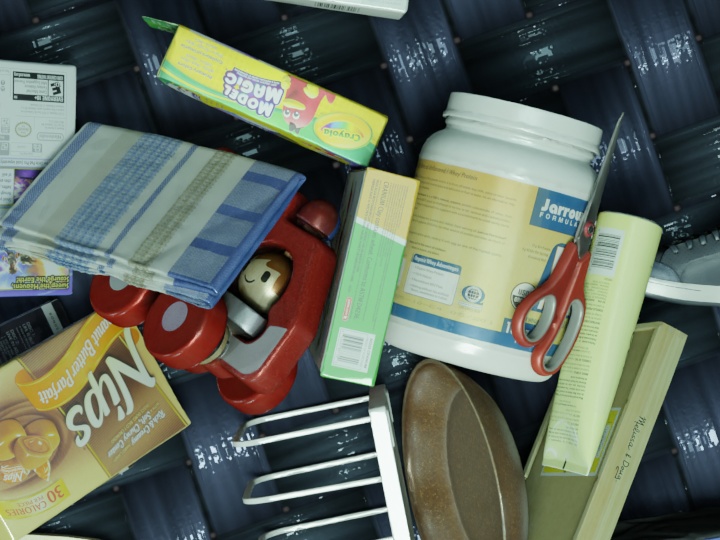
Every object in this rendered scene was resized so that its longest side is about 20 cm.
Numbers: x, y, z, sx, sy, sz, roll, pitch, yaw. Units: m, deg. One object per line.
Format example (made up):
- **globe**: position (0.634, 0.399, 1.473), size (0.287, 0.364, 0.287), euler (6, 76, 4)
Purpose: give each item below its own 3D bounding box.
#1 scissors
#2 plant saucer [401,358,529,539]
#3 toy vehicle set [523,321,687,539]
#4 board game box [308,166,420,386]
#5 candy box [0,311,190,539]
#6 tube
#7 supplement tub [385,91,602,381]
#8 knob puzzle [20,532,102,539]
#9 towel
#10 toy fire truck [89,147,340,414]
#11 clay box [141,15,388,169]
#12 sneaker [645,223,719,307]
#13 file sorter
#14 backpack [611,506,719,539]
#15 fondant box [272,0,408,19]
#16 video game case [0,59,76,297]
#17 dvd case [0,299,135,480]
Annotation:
- **scissors**: position (0.167, -0.018, 1.413), size (0.073, 0.014, 0.200), euler (39, 72, -42)
- **plant saucer**: position (0.084, 0.163, 1.446), size (0.037, 0.200, 0.201), euler (-9, 93, -18)
- **toy vehicle set**: position (0.174, 0.137, 1.455), size (0.026, 0.124, 0.200), euler (28, 75, -18)
- **board game box**: position (0.000, 0.000, 1.426), size (0.040, 0.200, 0.153), euler (13, 92, -4)
- **candy box**: position (-0.233, 0.115, 1.431), size (0.055, 0.200, 0.116), euler (-25, 96, 43)
- **tube**: position (0.181, 0.056, 1.439), size (0.052, 0.058, 0.200), euler (13, 83, 22)
- **supplement tub**: position (0.103, -0.026, 1.458), size (0.144, 0.145, 0.200), euler (14, 92, -4)
- **knob puzzle**: position (-0.262, 0.295, 1.511), size (0.219, 0.030, 0.220), euler (0, 93, -2)
- **towel**: position (-0.159, -0.045, 1.410), size (0.200, 0.024, 0.147), euler (14, 49, 23)
- **toy fire truck**: position (-0.096, 0.002, 1.432), size (0.112, 0.200, 0.168), euler (37, 86, -43)
- **clay box**: position (-0.080, -0.137, 1.458), size (0.200, 0.115, 0.048), euler (22, 91, -3)
- **sneaker**: position (0.289, -0.042, 1.499), size (0.202, 0.077, 0.146), euler (5, 95, -5)
- **file sorter**: position (-0.021, 0.204, 1.468), size (0.124, 0.139, 0.200), euler (-10, 93, 1)
- **backpack**: position (0.269, 0.294, 1.486), size (0.200, 0.154, 0.191), euler (-5, 103, -6)
- **fondant box**: position (-0.023, -0.307, 1.482), size (0.144, 0.058, 0.200), euler (7, 91, -3)
- **video game case**: position (-0.306, -0.070, 1.425), size (0.200, 0.045, 0.182), euler (-1, 93, -47)
- **dvd case**: position (-0.274, 0.123, 1.442), size (0.016, 0.200, 0.149), euler (-21, 95, 43)
